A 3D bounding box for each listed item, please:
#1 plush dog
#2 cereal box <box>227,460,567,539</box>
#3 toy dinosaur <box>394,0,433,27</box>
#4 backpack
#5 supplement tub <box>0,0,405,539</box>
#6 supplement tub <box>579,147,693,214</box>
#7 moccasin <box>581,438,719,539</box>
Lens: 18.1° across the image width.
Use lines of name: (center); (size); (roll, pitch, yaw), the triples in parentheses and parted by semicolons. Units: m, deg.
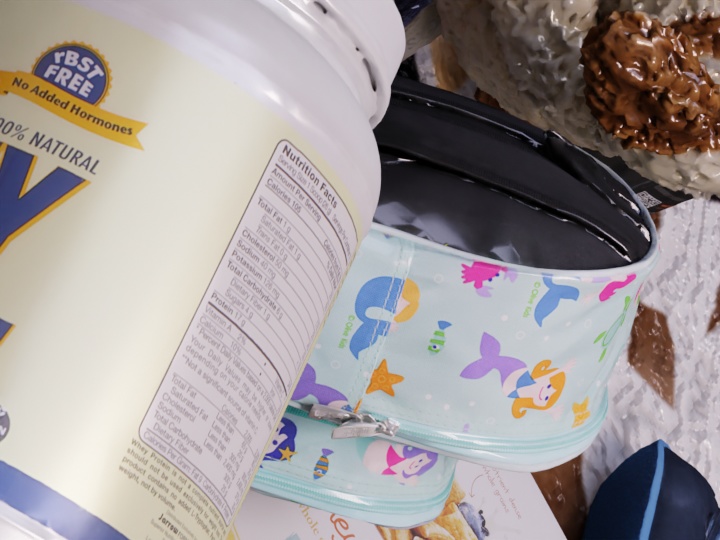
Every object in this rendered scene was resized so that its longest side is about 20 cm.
plush dog: (0.116, -0.085, 0.881); (0.199, 0.161, 0.172); (-6, 34, -38)
cereal box: (-0.002, 0.110, 0.887); (0.200, 0.039, 0.144); (-35, 98, -48)
toy dinosaur: (0.050, -0.151, 0.973); (0.181, 0.200, 0.105); (-42, 103, -4)
backpack: (0.000, 0.000, 0.797); (0.199, 0.151, 0.178); (9, 20, -6)
supplement tub: (-0.081, -0.001, 0.612); (0.145, 0.145, 0.201); (36, 67, -30)
supplement tub: (0.165, -0.103, 1.025); (0.122, 0.199, 0.123); (37, 43, -44)
moccasin: (0.126, 0.157, 0.967); (0.068, 0.080, 0.200); (38, 49, -13)
